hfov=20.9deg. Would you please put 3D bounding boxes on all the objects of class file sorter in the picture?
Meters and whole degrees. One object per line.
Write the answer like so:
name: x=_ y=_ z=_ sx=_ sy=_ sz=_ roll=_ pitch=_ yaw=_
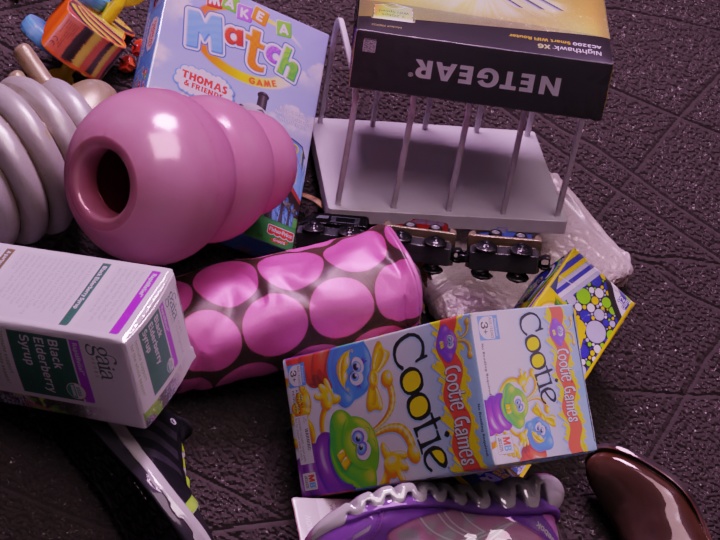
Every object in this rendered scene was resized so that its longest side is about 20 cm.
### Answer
file sorter: x=0.069 y=-0.124 z=1.593 sx=0.198 sy=0.125 sz=0.139 roll=2 pitch=35 yaw=-11

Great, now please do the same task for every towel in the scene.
towel: x=0.124 y=-0.012 z=1.621 sx=0.199 sy=0.035 sz=0.133 roll=-24 pitch=64 yaw=-35

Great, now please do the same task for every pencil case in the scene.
pencil case: x=-0.057 y=0.023 z=1.455 sx=0.198 sy=0.091 sz=0.094 roll=-12 pitch=40 yaw=-12

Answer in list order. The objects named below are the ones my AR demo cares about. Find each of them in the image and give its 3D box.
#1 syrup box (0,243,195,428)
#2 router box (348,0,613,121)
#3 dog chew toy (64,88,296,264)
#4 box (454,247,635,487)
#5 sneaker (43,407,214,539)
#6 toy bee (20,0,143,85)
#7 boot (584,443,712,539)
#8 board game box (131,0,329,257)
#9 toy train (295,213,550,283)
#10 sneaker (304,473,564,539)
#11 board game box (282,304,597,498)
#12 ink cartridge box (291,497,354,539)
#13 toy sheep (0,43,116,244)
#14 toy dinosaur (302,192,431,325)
syrup box: x=-0.222 y=0.040 z=1.352 sx=0.199 sy=0.079 sz=0.082 roll=9 pitch=42 yaw=23
router box: x=0.093 y=-0.189 z=1.534 sx=0.198 sy=0.053 sz=0.158 roll=7 pitch=33 yaw=-3
dog chew toy: x=-0.120 y=-0.073 z=1.427 sx=0.125 sy=0.125 sz=0.199 roll=49 pitch=32 yaw=19
box: x=0.130 y=0.079 z=1.507 sx=0.070 sy=0.064 sz=0.200 roll=41 pitch=54 yaw=-5
sneaker: x=-0.143 y=0.130 z=1.371 sx=0.082 sy=0.072 sz=0.200 roll=-22 pitch=64 yaw=-36
toy bee: x=-0.213 y=-0.199 z=1.589 sx=0.108 sy=0.131 sz=0.201 roll=34 pitch=32 yaw=-26
boot: x=0.185 y=0.236 z=1.417 sx=0.186 sy=0.064 sz=0.200 roll=45 pitch=47 yaw=14
board game box: x=-0.110 y=-0.124 z=1.555 sx=0.150 sy=0.037 sz=0.201 roll=21 pitch=63 yaw=-26
toy train: x=0.049 y=-0.020 z=1.521 sx=0.198 sy=0.034 sz=0.046 roll=6 pitch=27 yaw=4
sneaker: x=0.059 y=0.195 z=1.343 sx=0.199 sy=0.081 sz=0.089 roll=-2 pitch=66 yaw=-24
board game box: x=0.051 y=0.093 z=1.366 sx=0.102 sy=0.199 sz=0.106 roll=-3 pitch=80 yaw=-42
ink cartridge box: x=0.044 y=0.253 z=1.366 sx=0.175 sy=0.045 sz=0.201 roll=3 pitch=52 yaw=-21
toy sheep: x=-0.261 y=-0.083 z=1.461 sx=0.199 sy=0.138 sz=0.138 roll=-35 pitch=70 yaw=-23
toy dinosaur: x=0.000 y=0.000 z=1.544 sx=0.105 sy=0.061 sz=0.201 roll=5 pitch=51 yaw=-17
